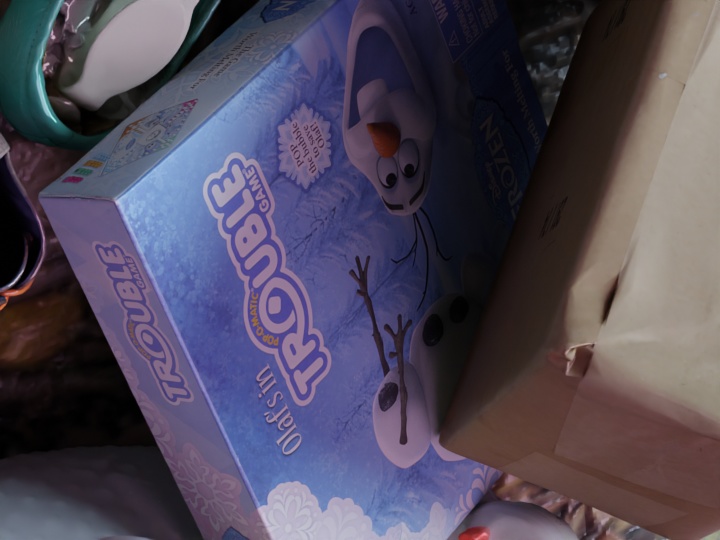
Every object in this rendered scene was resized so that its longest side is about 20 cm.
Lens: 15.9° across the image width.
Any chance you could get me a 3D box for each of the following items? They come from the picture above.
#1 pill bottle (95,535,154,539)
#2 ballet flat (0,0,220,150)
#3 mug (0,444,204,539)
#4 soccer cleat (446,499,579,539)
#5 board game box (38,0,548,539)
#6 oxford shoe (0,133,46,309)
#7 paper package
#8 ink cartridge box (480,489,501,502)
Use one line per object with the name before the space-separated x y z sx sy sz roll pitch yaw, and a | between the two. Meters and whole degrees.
pill bottle | -0.035 0.174 0.859 0.104 0.104 0.200 -46 133 4
ballet flat | -0.053 -0.121 0.872 0.067 0.070 0.201 28 103 -37
mug | -0.117 0.153 0.972 0.174 0.148 0.200 -14 152 -32
soccer cleat | 0.049 0.138 1.011 0.077 0.070 0.200 -21 159 -31
board game box | 0.000 0.000 0.918 0.199 0.043 0.201 -45 126 -34
oxford shoe | -0.144 0.001 0.854 0.071 0.072 0.200 -52 166 -24
paper package | 0.115 -0.019 0.854 0.103 0.200 0.192 21 75 -2
ink cartridge box | -0.002 0.187 1.110 0.199 0.039 0.100 -34 130 -5
